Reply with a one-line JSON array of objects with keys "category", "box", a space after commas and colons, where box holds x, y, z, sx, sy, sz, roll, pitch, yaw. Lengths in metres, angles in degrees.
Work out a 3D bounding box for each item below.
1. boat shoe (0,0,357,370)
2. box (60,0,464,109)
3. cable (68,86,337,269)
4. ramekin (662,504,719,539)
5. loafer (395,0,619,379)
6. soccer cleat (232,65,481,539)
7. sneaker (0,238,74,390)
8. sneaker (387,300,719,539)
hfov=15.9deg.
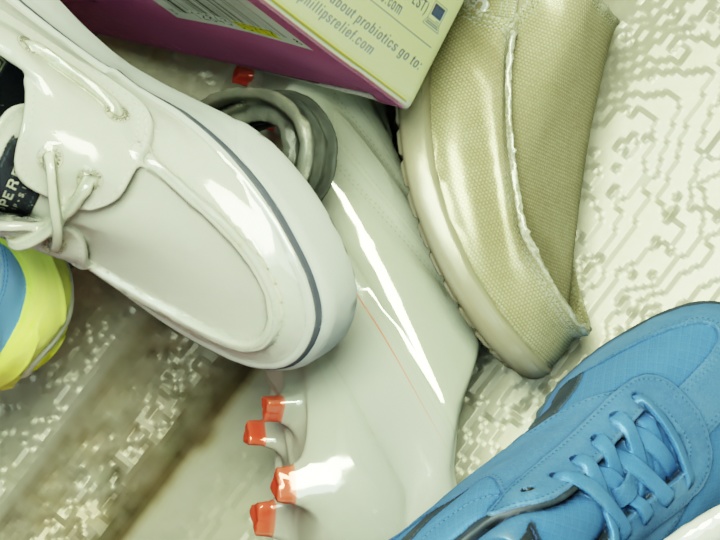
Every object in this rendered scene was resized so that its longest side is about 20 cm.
[{"category": "boat shoe", "box": [-0.091, -0.036, 0.765, 0.200, 0.066, 0.072, 44, 127, 6]}, {"category": "box", "box": [-0.027, -0.171, 0.806, 0.176, 0.097, 0.200, 18, 78, 47]}, {"category": "cable", "box": [-0.098, -0.023, 0.830, 0.200, 0.050, 0.097, 8, 86, 43]}, {"category": "ramekin", "box": [0.153, 0.161, 0.742, 0.200, 0.098, 0.201, -3, 79, 13]}, {"category": "loafer", "box": [0.049, -0.066, 0.823, 0.068, 0.076, 0.200, -14, 75, 16]}, {"category": "soccer cleat", "box": [0.000, 0.000, 0.833, 0.078, 0.069, 0.200, 2, 70, -17]}, {"category": "sneaker", "box": [-0.178, -0.033, 0.784, 0.200, 0.105, 0.076, 36, 107, 2]}, {"category": "sneaker", "box": [0.064, 0.076, 0.760, 0.200, 0.078, 0.066, -38, 92, -24]}]
